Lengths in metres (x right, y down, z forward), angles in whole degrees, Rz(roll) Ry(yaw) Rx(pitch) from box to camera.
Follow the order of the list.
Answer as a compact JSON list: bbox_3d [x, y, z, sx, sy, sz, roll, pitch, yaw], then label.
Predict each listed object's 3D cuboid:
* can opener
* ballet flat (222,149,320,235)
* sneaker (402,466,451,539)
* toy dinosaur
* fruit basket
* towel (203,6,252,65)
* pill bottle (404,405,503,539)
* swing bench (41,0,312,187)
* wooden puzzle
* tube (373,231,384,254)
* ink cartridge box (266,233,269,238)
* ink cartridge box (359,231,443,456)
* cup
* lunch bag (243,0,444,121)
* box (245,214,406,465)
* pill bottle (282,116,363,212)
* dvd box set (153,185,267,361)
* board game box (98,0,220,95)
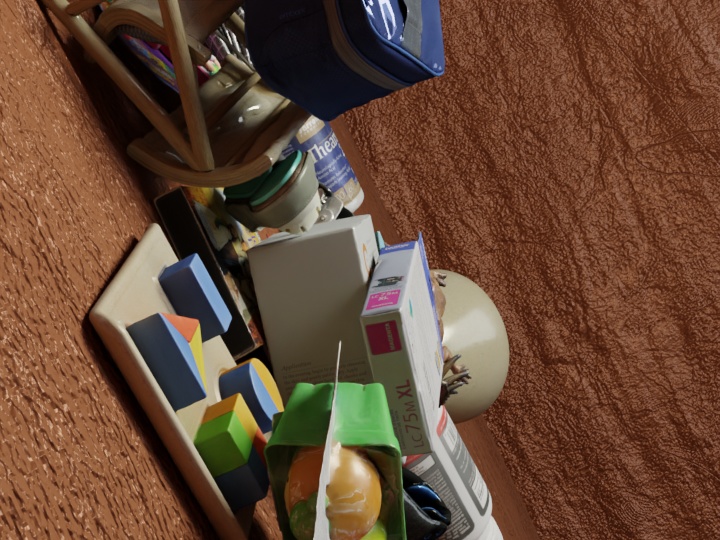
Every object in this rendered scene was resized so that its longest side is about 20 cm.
[{"bbox_3d":[-0.079,-0.084,1.220,0.200,0.053,0.067,40,-7,41],"label":"can opener"},{"bbox_3d":[-0.063,-0.059,0.967,0.064,0.068,0.200,43,-10,-16],"label":"ballet flat"},{"bbox_3d":[0.035,0.240,0.951,0.202,0.110,0.073,60,9,-30],"label":"sneaker"},{"bbox_3d":[0.058,0.058,1.147,0.136,0.084,0.204,27,53,-83],"label":"toy dinosaur"},{"bbox_3d":[-0.024,0.179,0.737,0.187,0.092,0.202,84,14,-48],"label":"fruit basket"},{"bbox_3d":[-0.128,-0.234,1.220,0.201,0.085,0.166,50,-8,-5],"label":"towel"},{"bbox_3d":[0.071,0.232,1.235,0.202,0.114,0.116,62,7,-24],"label":"pill bottle"},{"bbox_3d":[-0.125,-0.191,0.966,0.202,0.128,0.199,63,30,-19],"label":"swing bench"},{"bbox_3d":[-0.103,0.070,0.787,0.187,0.046,0.200,62,7,-17],"label":"wooden puzzle"},{"bbox_3d":[0.000,0.000,1.155,0.200,0.050,0.079,-175,-114,-74],"label":"tube"},{"bbox_3d":[-0.034,0.058,1.206,0.200,0.043,0.176,-121,-172,-67],"label":"ink cartridge box"},{"bbox_3d":[0.038,0.054,0.964,0.200,0.041,0.121,-66,145,-69],"label":"ink cartridge box"},{"bbox_3d":[0.068,0.110,1.465,0.142,0.199,0.203,-15,78,-55],"label":"cup"},{"bbox_3d":[-0.006,-0.238,0.931,0.135,0.131,0.204,21,59,-56],"label":"lunch bag"},{"bbox_3d":[-0.022,0.063,1.014,0.124,0.096,0.204,-48,127,-80],"label":"box"},{"bbox_3d":[-0.084,-0.151,1.426,0.202,0.110,0.111,62,7,-18],"label":"pill bottle"},{"bbox_3d":[-0.113,-0.003,1.031,0.148,0.029,0.200,65,7,0],"label":"dvd box set"},{"bbox_3d":[-0.159,-0.205,1.095,0.199,0.039,0.159,32,19,-47],"label":"board game box"}]
